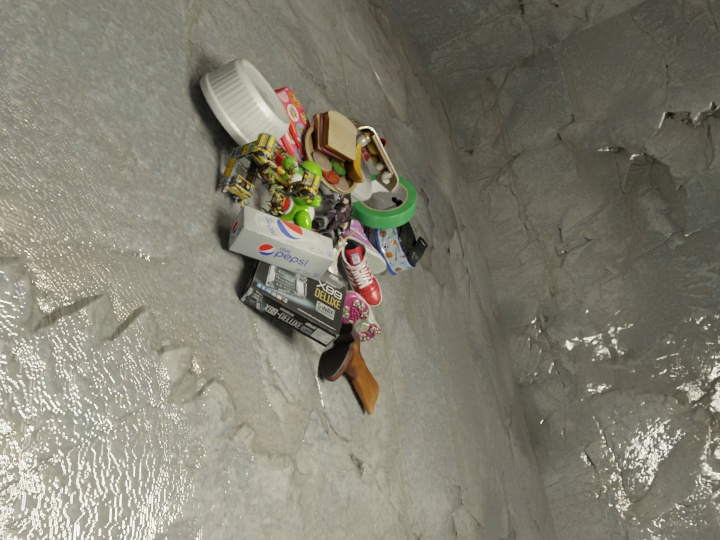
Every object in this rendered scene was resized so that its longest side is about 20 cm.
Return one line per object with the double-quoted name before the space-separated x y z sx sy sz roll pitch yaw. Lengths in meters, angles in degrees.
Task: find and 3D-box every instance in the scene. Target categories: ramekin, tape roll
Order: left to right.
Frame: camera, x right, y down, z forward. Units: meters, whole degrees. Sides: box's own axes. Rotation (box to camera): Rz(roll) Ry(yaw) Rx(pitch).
"ramekin" -0.231 -0.345 1.169 0.203 0.094 0.203 54 13 -19
"ramekin" -0.054 -0.275 1.552 0.202 0.094 0.204 47 32 -42
"tape roll" 0.067 -0.207 1.656 0.048 0.198 0.202 87 4 -47

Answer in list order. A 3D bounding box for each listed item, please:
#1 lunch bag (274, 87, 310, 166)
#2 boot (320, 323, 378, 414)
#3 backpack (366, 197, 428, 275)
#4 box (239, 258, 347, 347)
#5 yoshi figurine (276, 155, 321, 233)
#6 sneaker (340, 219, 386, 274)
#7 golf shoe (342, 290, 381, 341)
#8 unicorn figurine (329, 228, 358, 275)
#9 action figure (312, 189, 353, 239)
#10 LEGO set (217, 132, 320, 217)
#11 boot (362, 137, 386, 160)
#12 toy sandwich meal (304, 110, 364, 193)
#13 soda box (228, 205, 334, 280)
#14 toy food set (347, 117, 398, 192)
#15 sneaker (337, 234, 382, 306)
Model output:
"lunch bag" -0.185 -0.327 1.346 0.201 0.081 0.176 63 28 -18
"boot" -0.020 0.254 1.300 0.189 0.068 0.201 -77 149 -64
"backpack" 0.102 -0.086 1.699 0.201 0.153 0.191 55 18 -26
"box" -0.125 0.041 1.119 0.199 0.050 0.158 32 38 -17
"yoshi figurine" -0.121 -0.165 1.276 0.112 0.112 0.202 -22 104 -57
"sneaker" 0.010 -0.075 1.589 0.200 0.072 0.115 44 31 -47
"golf shoe" -0.010 0.100 1.402 0.201 0.075 0.092 64 6 -51
"unicorn figurine" -0.074 0.002 1.329 0.137 0.073 0.202 -24 121 -64
"action figure" -0.071 -0.136 1.428 0.200 0.069 0.131 -45 131 -55
"LEGO set" -0.183 -0.166 1.115 0.200 0.153 0.117 42 56 -48
"boot" 0.029 -0.380 1.779 0.073 0.143 0.200 64 22 -9
"toy sandwich meal" -0.055 -0.288 1.370 0.204 0.070 0.207 28 51 -40
"soda box" -0.151 -0.051 1.085 0.199 0.068 0.064 20 42 -29
"toy food set" 0.024 -0.316 1.520 0.201 0.060 0.144 60 -3 -29
"sneaker" 0.000 0.000 1.427 0.201 0.071 0.112 61 -9 2
